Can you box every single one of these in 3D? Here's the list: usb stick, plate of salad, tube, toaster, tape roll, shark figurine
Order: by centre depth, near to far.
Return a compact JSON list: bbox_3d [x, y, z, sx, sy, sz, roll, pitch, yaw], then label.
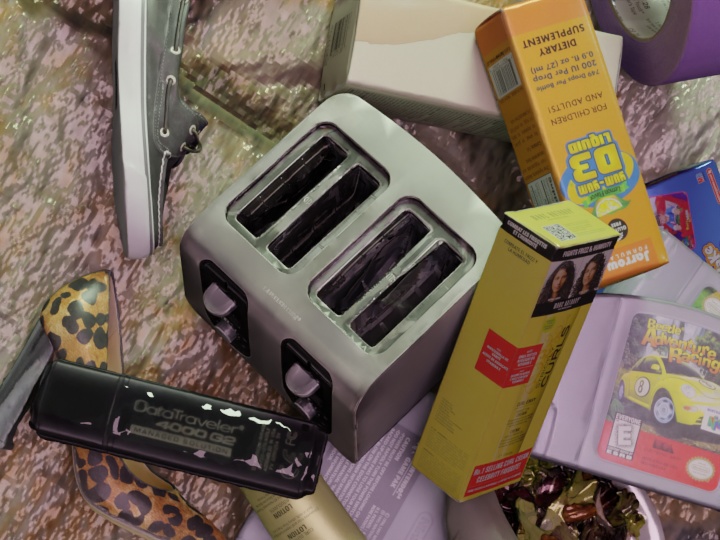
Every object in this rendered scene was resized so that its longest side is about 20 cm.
[{"bbox_3d":[-0.122,0.106,1.330,0.198,0.033,0.056,13,74,3],"label":"usb stick"},{"bbox_3d":[0.138,0.226,1.359,0.214,0.089,0.129,37,53,-9],"label":"shark figurine"},{"bbox_3d":[-0.013,0.206,1.363,0.052,0.058,0.201,-33,88,-29],"label":"tube"},{"bbox_3d":[0.000,0.000,1.370,0.200,0.119,0.181,-42,71,-14],"label":"toaster"},{"bbox_3d":[0.222,-0.236,1.420,0.065,0.200,0.202,-10,91,-14],"label":"tape roll"},{"bbox_3d":[0.136,0.221,1.463,0.198,0.048,0.202,1,88,-13],"label":"plate of salad"}]

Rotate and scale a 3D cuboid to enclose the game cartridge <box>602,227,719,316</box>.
[{"bbox_3d":[0.252,0.081,1.456,0.200,0.040,0.134,38,84,-9],"label":"game cartridge"}]

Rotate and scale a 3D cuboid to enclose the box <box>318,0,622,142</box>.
[{"bbox_3d":[0.079,-0.144,1.438,0.198,0.095,0.078,11,84,-15],"label":"box"}]

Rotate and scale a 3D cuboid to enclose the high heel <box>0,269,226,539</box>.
[{"bbox_3d":[-0.150,0.100,1.379,0.199,0.071,0.143,32,87,0],"label":"high heel"}]

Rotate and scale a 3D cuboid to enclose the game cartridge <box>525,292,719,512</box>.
[{"bbox_3d":[0.217,0.091,1.413,0.198,0.041,0.134,16,81,-12],"label":"game cartridge"}]

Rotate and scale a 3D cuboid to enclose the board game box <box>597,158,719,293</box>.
[{"bbox_3d":[0.234,0.035,1.494,0.134,0.045,0.201,-21,93,-13],"label":"board game box"}]

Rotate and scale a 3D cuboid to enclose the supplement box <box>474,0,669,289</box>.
[{"bbox_3d":[0.145,-0.087,1.366,0.066,0.069,0.202,-18,90,-16],"label":"supplement box"}]

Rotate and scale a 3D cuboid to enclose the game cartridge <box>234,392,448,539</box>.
[{"bbox_3d":[-0.003,0.172,1.418,0.133,0.040,0.201,31,82,3],"label":"game cartridge"}]

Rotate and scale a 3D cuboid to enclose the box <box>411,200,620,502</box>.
[{"bbox_3d":[0.101,0.054,1.327,0.075,0.050,0.201,-11,129,-48],"label":"box"}]

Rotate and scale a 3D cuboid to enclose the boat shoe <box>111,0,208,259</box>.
[{"bbox_3d":[-0.140,-0.109,1.400,0.066,0.070,0.202,0,81,-12],"label":"boat shoe"}]
